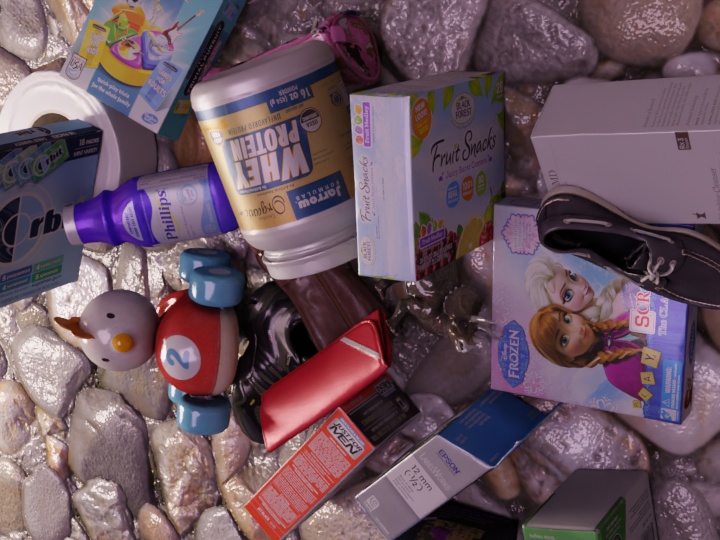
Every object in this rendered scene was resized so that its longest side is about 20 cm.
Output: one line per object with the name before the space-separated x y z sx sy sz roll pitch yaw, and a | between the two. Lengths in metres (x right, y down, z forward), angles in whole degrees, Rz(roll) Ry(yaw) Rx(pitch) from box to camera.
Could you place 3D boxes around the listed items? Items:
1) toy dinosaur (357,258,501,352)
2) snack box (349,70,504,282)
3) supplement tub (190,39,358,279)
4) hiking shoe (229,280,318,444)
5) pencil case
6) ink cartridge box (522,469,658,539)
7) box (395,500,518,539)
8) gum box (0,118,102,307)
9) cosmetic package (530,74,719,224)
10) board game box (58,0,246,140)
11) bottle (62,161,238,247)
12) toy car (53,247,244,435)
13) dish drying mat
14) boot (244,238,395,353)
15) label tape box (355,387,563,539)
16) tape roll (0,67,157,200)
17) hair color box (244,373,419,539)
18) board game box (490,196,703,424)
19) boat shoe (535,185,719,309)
toy dinosaur | 0.063 0.005 1.157 0.102 0.077 0.200 -27 75 10
snack box | 0.069 -0.096 1.055 0.068 0.200 0.169 6 107 29
supplement tub | -0.065 -0.107 1.077 0.145 0.145 0.200 -11 107 33
hiking shoe | -0.090 0.118 1.287 0.101 0.076 0.200 17 112 29
pencil case | -0.076 -0.205 1.178 0.200 0.083 0.087 -17 106 35
ink cartridge box | 0.240 0.318 1.107 0.083 0.147 0.200 -5 101 34
box | 0.079 0.344 1.178 0.106 0.200 0.122 12 110 28
gum box | -0.381 -0.062 1.268 0.045 0.170 0.200 27 117 22
cosmetic package | 0.264 -0.105 0.984 0.200 0.081 0.113 -1 135 31
board game box | -0.226 -0.268 1.233 0.151 0.047 0.200 30 97 20
bottle | -0.238 -0.069 1.278 0.200 0.065 0.084 -10 111 3
toy car | -0.247 0.075 1.268 0.177 0.200 0.184 -137 52 -69
dish drying mat | -0.041 0.119 1.194 0.200 0.018 0.077 -37 47 33
boot | 0.000 0.000 1.210 0.186 0.064 0.200 -32 100 13
label tape box | 0.106 0.182 1.148 0.066 0.143 0.200 50 123 8
tape roll | -0.348 -0.148 1.367 0.202 0.071 0.203 9 108 28
hair color box | -0.034 0.214 1.262 0.064 0.111 0.200 49 122 9
board game box | 0.227 0.036 1.094 0.199 0.041 0.200 7 108 29
boat shoe | 0.247 -0.007 0.985 0.200 0.063 0.073 25 129 3
